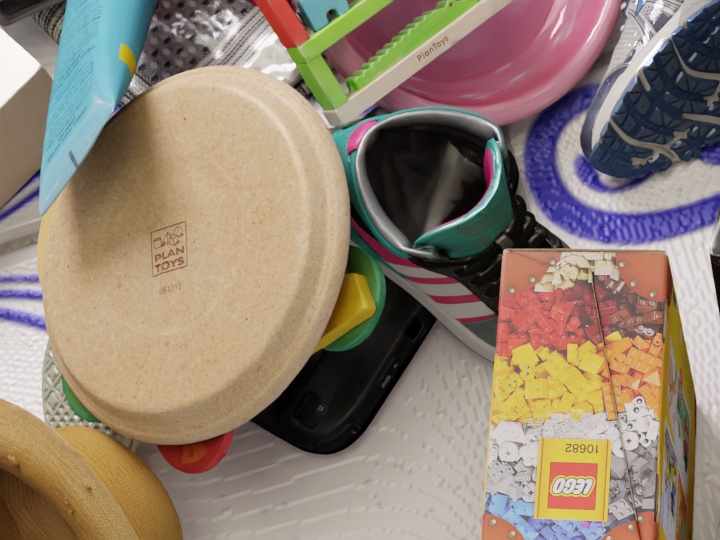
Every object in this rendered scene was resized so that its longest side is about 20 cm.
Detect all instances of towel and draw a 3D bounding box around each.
[{"bbox_3d":[-0.080,-0.177,1.348,0.200,0.035,0.192,-44,65,-7],"label":"towel"}]

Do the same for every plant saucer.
[{"bbox_3d":[0.049,-0.176,1.261,0.199,0.051,0.202,0,91,-22],"label":"plant saucer"}]

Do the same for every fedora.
[{"bbox_3d":[-0.145,0.146,1.185,0.200,0.202,0.082,36,41,24],"label":"fedora"}]

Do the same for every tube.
[{"bbox_3d":[-0.136,-0.116,1.220,0.050,0.078,0.201,23,37,-15],"label":"tube"}]

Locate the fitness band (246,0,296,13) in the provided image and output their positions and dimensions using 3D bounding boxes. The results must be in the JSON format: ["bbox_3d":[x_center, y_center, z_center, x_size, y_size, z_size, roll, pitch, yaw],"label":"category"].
[{"bbox_3d":[-0.030,-0.239,1.269,0.037,0.144,0.201,14,76,19],"label":"fitness band"}]

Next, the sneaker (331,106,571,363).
[{"bbox_3d":[0.066,-0.016,1.174,0.199,0.121,0.084,32,78,0],"label":"sneaker"}]

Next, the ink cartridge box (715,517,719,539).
[{"bbox_3d":[0.215,0.172,1.077,0.116,0.068,0.201,7,45,16],"label":"ink cartridge box"}]

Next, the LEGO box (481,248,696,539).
[{"bbox_3d":[0.112,0.096,1.099,0.076,0.200,0.150,1,67,13],"label":"LEGO box"}]

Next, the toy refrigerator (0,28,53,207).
[{"bbox_3d":[-0.258,-0.048,1.314,0.070,0.076,0.200,40,82,24],"label":"toy refrigerator"}]

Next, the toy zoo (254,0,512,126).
[{"bbox_3d":[-0.014,-0.193,1.195,0.131,0.020,0.201,-38,106,-18],"label":"toy zoo"}]

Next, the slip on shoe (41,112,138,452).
[{"bbox_3d":[-0.123,0.016,1.264,0.074,0.061,0.202,3,80,34],"label":"slip on shoe"}]

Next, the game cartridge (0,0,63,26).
[{"bbox_3d":[-0.150,-0.223,1.346,0.199,0.038,0.130,-22,55,18],"label":"game cartridge"}]

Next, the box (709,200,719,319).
[{"bbox_3d":[0.282,-0.019,1.134,0.198,0.149,0.125,9,69,17],"label":"box"}]

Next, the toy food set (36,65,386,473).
[{"bbox_3d":[-0.083,-0.004,1.172,0.199,0.049,0.199,-32,61,23],"label":"toy food set"}]

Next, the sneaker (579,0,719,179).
[{"bbox_3d":[0.176,-0.141,1.258,0.201,0.077,0.085,-56,38,1],"label":"sneaker"}]

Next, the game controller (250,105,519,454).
[{"bbox_3d":[0.000,0.000,1.260,0.104,0.042,0.201,24,75,36],"label":"game controller"}]
